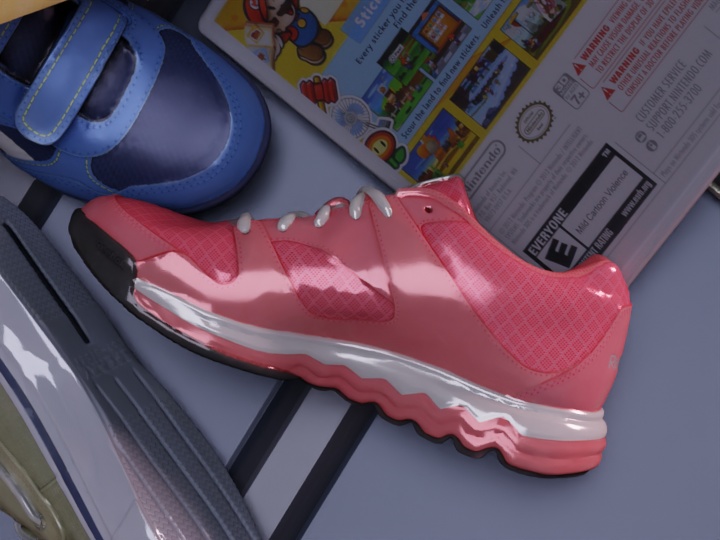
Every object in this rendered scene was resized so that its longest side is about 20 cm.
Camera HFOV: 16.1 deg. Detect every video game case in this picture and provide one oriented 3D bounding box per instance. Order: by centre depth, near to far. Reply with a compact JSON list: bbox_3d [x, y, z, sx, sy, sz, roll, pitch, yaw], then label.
[{"bbox_3d":[0.065,-0.106,0.879,0.182,0.023,0.200,39,115,7],"label":"video game case"}]

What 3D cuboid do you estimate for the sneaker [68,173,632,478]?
[{"bbox_3d":[0.000,0.000,0.883,0.200,0.074,0.087,20,95,-2],"label":"sneaker"}]

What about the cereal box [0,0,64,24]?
[{"bbox_3d":[-0.153,-0.162,0.871,0.144,0.040,0.200,-24,56,-26],"label":"cereal box"}]

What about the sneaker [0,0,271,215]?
[{"bbox_3d":[-0.125,-0.082,0.900,0.200,0.082,0.074,28,83,5],"label":"sneaker"}]

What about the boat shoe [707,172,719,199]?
[{"bbox_3d":[0.126,-0.092,0.897,0.073,0.062,0.200,-33,83,-5],"label":"boat shoe"}]

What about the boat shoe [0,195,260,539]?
[{"bbox_3d":[-0.100,0.065,0.895,0.062,0.072,0.200,-39,78,22],"label":"boat shoe"}]
